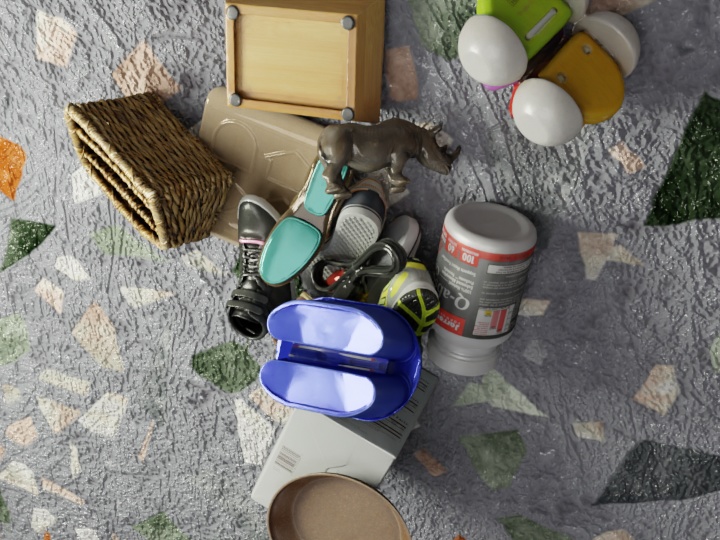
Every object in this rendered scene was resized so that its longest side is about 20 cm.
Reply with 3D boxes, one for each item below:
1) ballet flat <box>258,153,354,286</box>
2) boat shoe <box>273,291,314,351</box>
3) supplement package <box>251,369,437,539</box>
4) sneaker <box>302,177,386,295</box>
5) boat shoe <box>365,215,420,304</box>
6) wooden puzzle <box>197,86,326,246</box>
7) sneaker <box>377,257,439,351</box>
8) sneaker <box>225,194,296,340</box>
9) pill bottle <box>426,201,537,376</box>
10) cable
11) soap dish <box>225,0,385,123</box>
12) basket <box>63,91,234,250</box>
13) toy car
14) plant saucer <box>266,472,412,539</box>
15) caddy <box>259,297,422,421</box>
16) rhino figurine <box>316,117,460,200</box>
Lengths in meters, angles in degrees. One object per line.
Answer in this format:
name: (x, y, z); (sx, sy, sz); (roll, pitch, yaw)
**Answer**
ballet flat: (-0.063, -0.071, 1.437); (0.068, 0.072, 0.200); (28, 106, 4)
boat shoe: (-0.078, 0.093, 1.524); (0.072, 0.068, 0.200); (47, 160, 13)
supplement package: (-0.020, 0.225, 1.551); (0.147, 0.200, 0.192); (30, 122, 4)
sneaker: (-0.014, -0.042, 1.487); (0.078, 0.080, 0.200); (25, 143, -10)
boat shoe: (0.039, 0.020, 1.502); (0.066, 0.072, 0.200); (17, 112, -23)
wooden puzzle: (-0.131, -0.124, 1.506); (0.185, 0.046, 0.200); (23, 117, 8)
sneaker: (0.050, 0.063, 1.456); (0.075, 0.077, 0.200); (12, 140, -18)
sneaker: (-0.135, 0.005, 1.478); (0.070, 0.099, 0.201); (9, 128, 23)
pill bottle: (0.146, 0.025, 1.432); (0.116, 0.116, 0.201); (16, 120, 12)
cable: (0.000, 0.000, 1.429); (0.097, 0.050, 0.200); (58, 140, 14)
soap dish: (-0.073, -0.260, 1.381); (0.199, 0.081, 0.158); (8, 115, 13)
basket: (-0.292, -0.117, 1.474); (0.200, 0.149, 0.143); (45, 127, 19)
toy car: (0.196, -0.236, 1.272); (0.200, 0.175, 0.150); (46, 159, -7)
plant saucer: (-0.022, 0.335, 1.468); (0.200, 0.037, 0.201); (9, 119, 17)
caddy: (-0.025, 0.106, 1.378); (0.199, 0.105, 0.142); (8, 88, 27)
rhino figurine: (0.036, -0.140, 1.369); (0.060, 0.199, 0.088); (-29, 71, 63)
